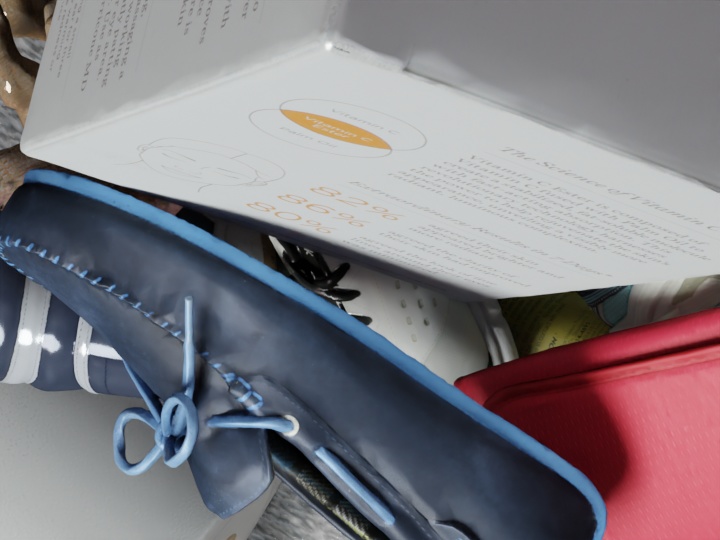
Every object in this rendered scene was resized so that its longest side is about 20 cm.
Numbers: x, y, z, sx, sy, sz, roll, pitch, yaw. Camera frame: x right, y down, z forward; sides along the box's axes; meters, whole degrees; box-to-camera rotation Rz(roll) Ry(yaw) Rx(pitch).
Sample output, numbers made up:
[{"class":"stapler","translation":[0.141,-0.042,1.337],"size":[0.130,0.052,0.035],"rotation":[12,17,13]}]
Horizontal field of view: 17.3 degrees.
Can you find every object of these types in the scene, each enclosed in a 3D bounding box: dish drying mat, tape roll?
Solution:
[{"class":"dish drying mat","translation":[0.111,0.047,0.677],"size":[0.199,0.018,0.077],"rotation":[-17,104,46]},{"class":"tape roll","translation":[-0.139,0.115,1.017],"size":[0.139,0.203,0.203],"rotation":[36,149,7]}]

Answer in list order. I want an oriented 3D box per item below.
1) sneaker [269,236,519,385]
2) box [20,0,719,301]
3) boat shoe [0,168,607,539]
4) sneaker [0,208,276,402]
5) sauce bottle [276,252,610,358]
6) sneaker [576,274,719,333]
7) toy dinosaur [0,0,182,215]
[{"class":"sneaker","translation":[0.000,0.000,0.772],"size":[0.073,0.080,0.201],"rotation":[4,112,37]},{"class":"box","translation":[0.024,-0.067,0.609],"size":[0.152,0.107,0.200],"rotation":[19,168,-25]},{"class":"boat shoe","translation":[-0.024,0.043,0.682],"size":[0.199,0.069,0.084],"rotation":[31,171,2]},{"class":"sneaker","translation":[-0.089,-0.003,0.835],"size":[0.108,0.071,0.200],"rotation":[7,-167,-7]},{"class":"sauce bottle","translation":[0.047,0.029,0.840],"size":[0.199,0.065,0.065],"rotation":[18,143,34]},{"class":"sneaker","translation":[0.097,-0.041,0.687],"size":[0.086,0.078,0.200],"rotation":[43,147,13]},{"class":"toy dinosaur","translation":[-0.072,-0.056,0.773],"size":[0.085,0.201,0.136],"rotation":[-9,126,22]}]
